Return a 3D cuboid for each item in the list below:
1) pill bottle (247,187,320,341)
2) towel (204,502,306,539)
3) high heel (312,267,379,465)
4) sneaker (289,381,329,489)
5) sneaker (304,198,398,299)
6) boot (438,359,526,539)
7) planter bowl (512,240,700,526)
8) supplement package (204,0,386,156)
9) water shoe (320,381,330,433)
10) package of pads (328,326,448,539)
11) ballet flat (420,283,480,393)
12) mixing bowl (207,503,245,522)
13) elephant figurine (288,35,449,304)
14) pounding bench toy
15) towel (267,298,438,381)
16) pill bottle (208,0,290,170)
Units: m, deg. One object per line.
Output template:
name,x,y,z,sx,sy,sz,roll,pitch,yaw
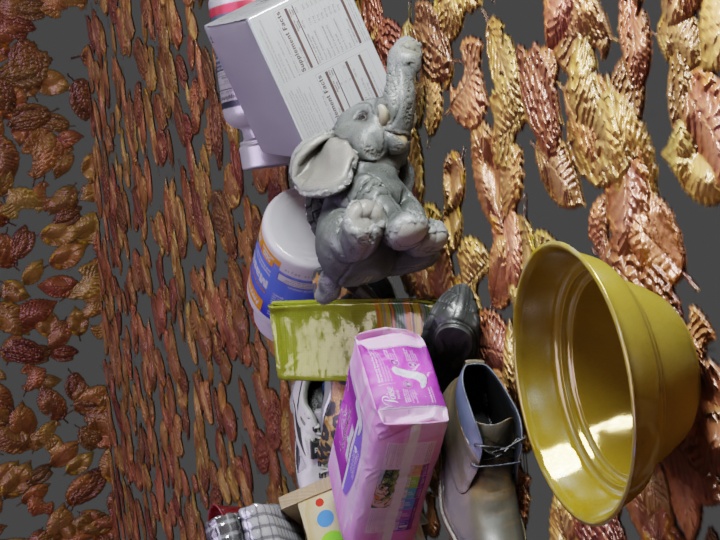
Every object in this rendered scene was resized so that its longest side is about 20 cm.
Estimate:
pill bottle,-0.072,0.002,1.945,0.200,0.111,0.113,110,148,-55
towel,-0.085,0.330,1.732,0.200,0.085,0.166,41,-153,-71
high heel,-0.029,0.098,1.770,0.142,0.071,0.200,42,120,16
sneaker,-0.043,0.203,2.006,0.089,0.074,0.201,114,144,-63
sneaker,0.000,0.000,1.807,0.079,0.074,0.201,0,-105,-77
boot,0.109,0.178,1.499,0.097,0.074,0.201,102,156,-55
planter bowl,0.184,0.074,1.190,0.200,0.083,0.202,173,90,-73
supplement package,-0.063,-0.210,1.747,0.156,0.110,0.200,65,167,-13
water shoe,-0.008,0.127,1.906,0.079,0.071,0.201,-64,-29,-69
package of pads,0.022,0.163,1.575,0.121,0.075,0.201,-108,22,-45
ballet flat,0.078,0.090,1.614,0.200,0.066,0.057,113,177,-51
mixing bowl,-0.140,0.418,2.366,0.200,0.108,0.201,171,90,-74
elephant figurine,0.007,-0.097,1.624,0.142,0.154,0.201,85,171,-69
pounding bench toy,0.023,0.310,1.746,0.200,0.124,0.157,52,-163,-61
towel,-0.005,0.072,1.700,0.199,0.018,0.087,-1,98,31
pill bottle,-0.104,-0.221,1.936,0.120,0.119,0.201,180,81,-73
